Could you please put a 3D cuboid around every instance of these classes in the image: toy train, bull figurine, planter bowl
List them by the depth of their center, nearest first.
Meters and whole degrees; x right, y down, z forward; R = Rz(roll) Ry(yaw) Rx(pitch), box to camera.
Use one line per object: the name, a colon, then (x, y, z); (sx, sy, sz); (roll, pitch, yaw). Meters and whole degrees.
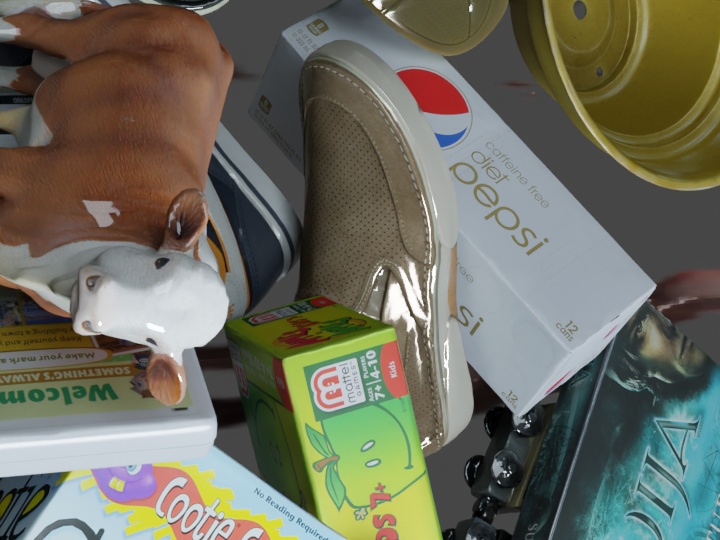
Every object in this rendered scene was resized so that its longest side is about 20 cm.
bull figurine: (-0.097, -0.032, 0.582); (0.121, 0.065, 0.200); (9, 34, -3)
toy train: (0.081, 0.088, 0.844); (0.046, 0.034, 0.200); (34, 62, -20)
planter bowl: (0.139, -0.140, 0.904); (0.200, 0.083, 0.201); (1, 89, -37)

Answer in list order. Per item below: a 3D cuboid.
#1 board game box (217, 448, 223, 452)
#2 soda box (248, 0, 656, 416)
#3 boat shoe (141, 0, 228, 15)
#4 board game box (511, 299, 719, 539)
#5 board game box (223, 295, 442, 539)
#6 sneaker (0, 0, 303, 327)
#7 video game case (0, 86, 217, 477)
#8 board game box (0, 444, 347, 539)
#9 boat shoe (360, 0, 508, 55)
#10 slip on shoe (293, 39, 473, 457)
board game box: (-0.168, 0.097, 0.705); (0.200, 0.034, 0.135); (27, 63, -19)
soda box: (0.039, -0.035, 0.809); (0.064, 0.068, 0.200); (-34, 76, -32)
boat shoe: (-0.112, -0.200, 0.735); (0.074, 0.063, 0.202); (-29, 85, -23)
board game box: (0.134, 0.126, 0.845); (0.135, 0.028, 0.200); (38, 59, -31)
board game box: (-0.001, 0.117, 0.714); (0.048, 0.102, 0.200); (-16, 100, -16)
sneaker: (-0.112, -0.055, 0.757); (0.200, 0.078, 0.079); (47, 53, -10)
video game case: (-0.166, -0.001, 0.594); (0.200, 0.022, 0.182); (-3, 45, -21)
board game box: (-0.113, 0.149, 0.633); (0.105, 0.103, 0.200); (37, 76, -17)
boat shoe: (-0.009, -0.179, 0.774); (0.073, 0.063, 0.201); (-46, 117, 6)
slip on shoe: (0.000, 0.000, 0.770); (0.061, 0.076, 0.200); (-30, 124, -33)
